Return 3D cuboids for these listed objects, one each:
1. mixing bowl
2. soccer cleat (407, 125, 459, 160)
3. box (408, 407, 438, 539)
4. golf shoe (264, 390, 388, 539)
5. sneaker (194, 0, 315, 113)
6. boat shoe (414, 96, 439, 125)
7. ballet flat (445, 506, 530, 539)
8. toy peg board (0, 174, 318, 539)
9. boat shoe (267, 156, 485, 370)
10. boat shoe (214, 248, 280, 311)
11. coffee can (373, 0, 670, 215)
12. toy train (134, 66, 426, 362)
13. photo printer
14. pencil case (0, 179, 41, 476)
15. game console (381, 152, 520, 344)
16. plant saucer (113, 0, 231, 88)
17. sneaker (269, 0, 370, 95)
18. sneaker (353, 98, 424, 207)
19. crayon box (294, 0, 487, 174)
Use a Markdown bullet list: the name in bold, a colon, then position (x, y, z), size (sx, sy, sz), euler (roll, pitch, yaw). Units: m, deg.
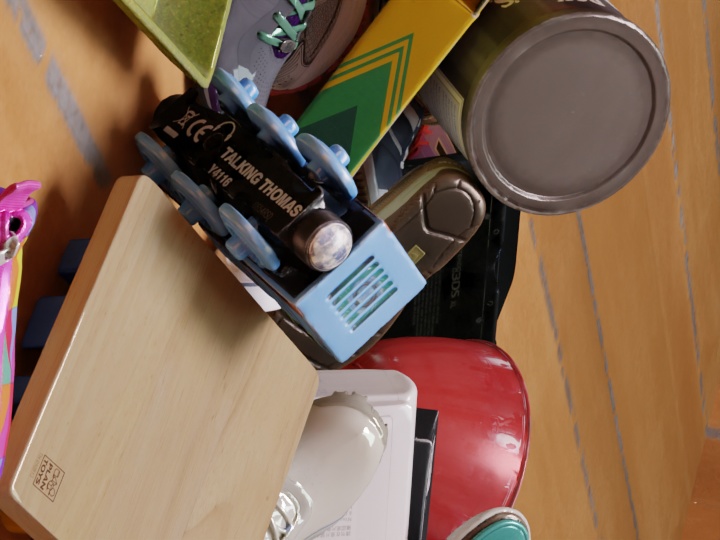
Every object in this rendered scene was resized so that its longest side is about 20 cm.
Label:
- **mixing bowl**: position (0.018, 0.127, 1.669), size (0.108, 0.200, 0.201), euler (25, 71, -33)
- **soccer cleat**: position (0.072, -0.115, 1.894), size (0.077, 0.067, 0.200), euler (53, 44, -12)
- **box**: position (-0.027, 0.190, 1.571), size (0.079, 0.140, 0.201), euler (-69, 165, -76)
- **golf shoe**: position (-0.061, 0.156, 1.372), size (0.200, 0.078, 0.097), euler (-41, -164, 9)
- **sneaker**: position (-0.046, -0.178, 1.412), size (0.074, 0.087, 0.201), euler (-8, 106, -65)
- **boat shoe**: position (0.040, -0.205, 1.724), size (0.068, 0.072, 0.201), euler (-21, 110, -65)
- **ballet flat**: position (0.049, 0.235, 1.503), size (0.069, 0.069, 0.201), euler (-17, 128, -71)
- **toy peg board**: position (-0.137, 0.088, 1.286), size (0.199, 0.097, 0.201), euler (51, 48, -41)
- **boat shoe**: position (0.000, 0.000, 1.588), size (0.072, 0.200, 0.076), euler (49, 6, -26)
- **boat shoe**: position (-0.057, -0.034, 1.511), size (0.200, 0.073, 0.066), euler (-67, 157, -66)
- **coffee can**: position (0.107, -0.148, 1.612), size (0.200, 0.145, 0.147), euler (-123, -152, -55)
- **toy train**: position (-0.052, -0.035, 1.322), size (0.087, 0.200, 0.114), euler (-42, 129, -8)
- **photo printer**: position (-0.050, 0.164, 1.470), size (0.069, 0.165, 0.201), euler (-124, -146, -67)
- **pencil case**: position (-0.198, 0.052, 1.069), size (0.088, 0.088, 0.201), euler (-13, 113, -71)
- **game console**: position (0.064, -0.031, 1.821), size (0.117, 0.175, 0.201), euler (-118, -156, -51)
- **plant saucer**: position (-0.110, -0.226, 1.259), size (0.200, 0.048, 0.201), euler (47, 54, -69)
- **sneaker**: position (-0.037, -0.209, 1.487), size (0.082, 0.078, 0.201), euler (23, 80, -45)
- **sneaker**: position (0.005, -0.053, 1.676), size (0.109, 0.070, 0.201), euler (-59, 150, -46)
- **crayon box**: position (0.027, -0.140, 1.484), size (0.200, 0.051, 0.127), euler (-51, -178, 22)
